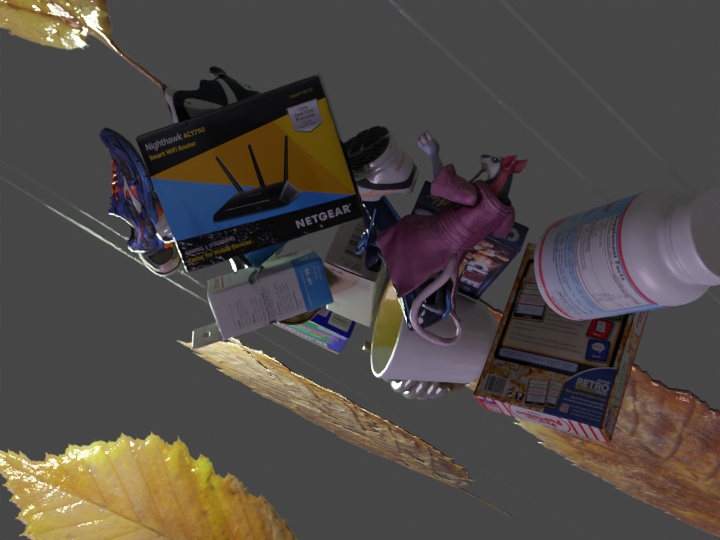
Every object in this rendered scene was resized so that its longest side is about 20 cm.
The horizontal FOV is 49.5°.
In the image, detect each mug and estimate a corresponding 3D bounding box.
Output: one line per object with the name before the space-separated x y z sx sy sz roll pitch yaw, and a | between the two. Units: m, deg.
mug | 0.109 0.074 1.097 0.151 0.189 0.150 13 146 -11

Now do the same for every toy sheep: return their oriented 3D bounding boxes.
toy sheep | 0.098 0.160 1.362 0.198 0.139 0.138 26 161 -13

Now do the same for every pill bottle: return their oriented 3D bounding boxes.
pill bottle | 0.265 -0.016 0.746 0.108 0.110 0.199 31 159 -18

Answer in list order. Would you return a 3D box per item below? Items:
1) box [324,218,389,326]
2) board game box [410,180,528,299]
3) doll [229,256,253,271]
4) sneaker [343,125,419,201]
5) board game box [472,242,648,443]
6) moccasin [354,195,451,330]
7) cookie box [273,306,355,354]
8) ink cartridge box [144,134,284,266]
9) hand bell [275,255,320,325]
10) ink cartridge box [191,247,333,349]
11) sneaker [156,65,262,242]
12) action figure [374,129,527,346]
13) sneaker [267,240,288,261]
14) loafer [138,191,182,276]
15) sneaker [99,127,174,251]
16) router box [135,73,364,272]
box | 0.000 0.000 1.126 0.077 0.096 0.200 21 159 6
board game box | 0.118 -0.031 0.991 0.134 0.035 0.200 24 160 2
doll | -0.205 -0.018 1.375 0.137 0.048 0.201 46 161 17
sneaker | -0.015 -0.107 0.906 0.080 0.074 0.199 36 158 -34
board game box | 0.231 0.074 0.877 0.150 0.202 0.046 10 157 36
moccasin | 0.033 -0.021 0.933 0.201 0.068 0.081 59 180 19
cookie box | -0.092 0.075 1.435 0.169 0.076 0.200 24 165 0
ink cartridge box | -0.182 -0.108 1.016 0.116 0.066 0.200 53 -179 40
hand bell | -0.099 0.012 1.251 0.103 0.105 0.200 25 -170 -3
ink cartridge box | -0.146 0.035 1.076 0.116 0.198 0.068 -142 35 -75
sneaker | -0.191 -0.140 0.874 0.129 0.199 0.080 41 -176 -14
action figure | 0.098 -0.045 0.813 0.133 0.150 0.200 23 130 -25
sneaker | -0.149 -0.048 1.191 0.074 0.088 0.200 28 161 -9
loafer | -0.346 -0.074 1.272 0.201 0.071 0.063 58 174 39
sneaker | -0.347 -0.115 1.169 0.075 0.078 0.202 29 141 68
router box | -0.111 -0.100 0.811 0.051 0.197 0.151 -84 -24 -74
